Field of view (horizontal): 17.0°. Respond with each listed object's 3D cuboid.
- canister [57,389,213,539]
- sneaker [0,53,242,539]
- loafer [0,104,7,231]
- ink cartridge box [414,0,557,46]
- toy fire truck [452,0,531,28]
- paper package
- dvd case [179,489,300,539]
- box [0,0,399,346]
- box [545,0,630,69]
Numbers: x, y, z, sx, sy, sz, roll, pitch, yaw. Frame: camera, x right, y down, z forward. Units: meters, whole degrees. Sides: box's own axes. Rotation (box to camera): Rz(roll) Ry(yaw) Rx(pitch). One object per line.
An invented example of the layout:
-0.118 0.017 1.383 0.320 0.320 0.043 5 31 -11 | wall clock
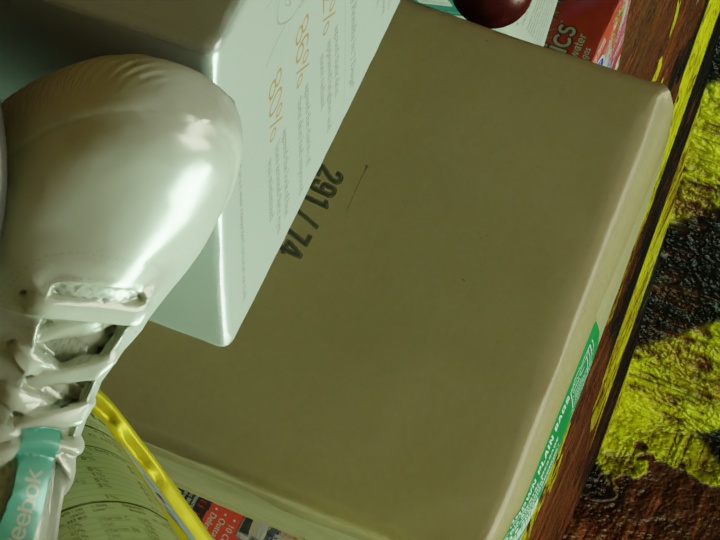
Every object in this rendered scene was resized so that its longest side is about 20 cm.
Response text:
-0.068 0.122 0.714 0.086 0.149 0.200 -35 -156 -6 | canister
-0.088 0.031 0.628 0.200 0.075 0.089 -48 -139 37 | sneaker
-0.140 0.016 0.579 0.071 0.073 0.200 -24 131 -62 | loafer
0.037 -0.180 1.046 0.200 0.067 0.116 40 65 -64 | ink cartridge box
0.062 -0.185 0.906 0.200 0.112 0.168 -40 127 -30 | toy fire truck
0.000 0.000 0.924 0.103 0.190 0.200 69 42 -73 | paper package
-0.029 0.158 1.054 0.022 0.200 0.146 -49 -170 50 | dvd case
-0.049 -0.109 0.713 0.152 0.106 0.200 92 19 -58 | box
0.084 -0.098 1.403 0.100 0.095 0.200 94 18 -54 | box
